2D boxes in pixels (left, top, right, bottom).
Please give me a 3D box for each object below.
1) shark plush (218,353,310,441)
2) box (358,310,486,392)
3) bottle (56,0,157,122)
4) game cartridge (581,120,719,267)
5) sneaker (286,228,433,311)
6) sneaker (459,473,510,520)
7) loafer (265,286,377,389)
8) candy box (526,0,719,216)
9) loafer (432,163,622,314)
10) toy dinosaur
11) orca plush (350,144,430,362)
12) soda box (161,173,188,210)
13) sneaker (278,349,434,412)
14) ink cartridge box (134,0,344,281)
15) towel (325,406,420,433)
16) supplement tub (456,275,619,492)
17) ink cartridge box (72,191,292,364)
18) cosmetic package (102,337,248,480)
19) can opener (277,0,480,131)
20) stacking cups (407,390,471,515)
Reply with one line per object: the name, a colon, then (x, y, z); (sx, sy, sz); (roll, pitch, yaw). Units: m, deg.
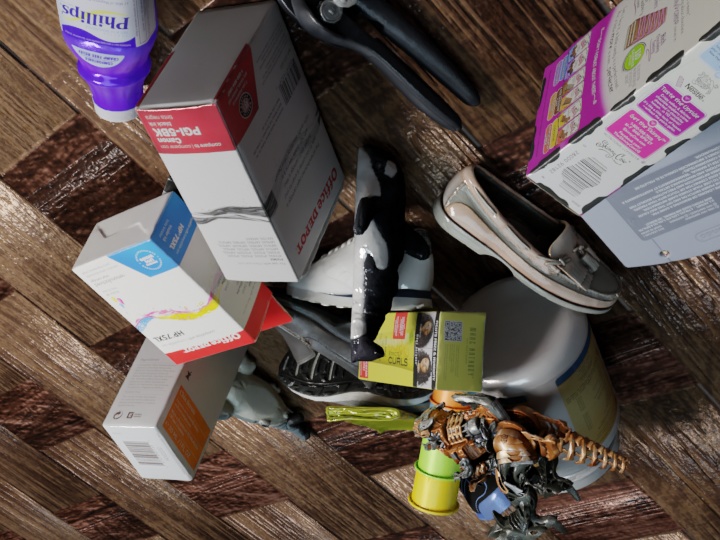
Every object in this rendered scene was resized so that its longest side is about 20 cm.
shark plush: (-0.137, 0.159, 1.294); (0.199, 0.092, 0.083); (22, 164, -35)
box: (0.056, 0.077, 0.991); (0.050, 0.076, 0.200); (5, 176, -20)
bottle: (-0.219, -0.220, 0.878); (0.083, 0.066, 0.201); (14, 139, 5)
game cartridge: (0.287, -0.074, 0.864); (0.199, 0.041, 0.133); (-24, 120, 39)
sneaker: (0.000, 0.000, 1.038); (0.199, 0.081, 0.076); (0, 178, 45)
sneaker: (0.132, 0.229, 1.167); (0.078, 0.070, 0.200); (49, 173, -1)
loafer: (-0.057, 0.070, 1.105); (0.198, 0.073, 0.073); (20, 96, -3)
candy box: (0.214, -0.148, 0.734); (0.061, 0.137, 0.200); (32, 139, -17)
loafer: (0.164, -0.028, 0.940); (0.199, 0.072, 0.063); (29, 132, -6)
toy dinosaur: (0.142, 0.173, 0.929); (0.199, 0.102, 0.137); (16, 131, 53)
orca plush: (0.029, -0.016, 0.924); (0.070, 0.202, 0.105); (2, 154, 3)
soda box: (-0.183, -0.044, 1.053); (0.063, 0.071, 0.200); (25, 139, -7)
sneaker: (-0.003, 0.134, 1.180); (0.198, 0.074, 0.080); (7, 150, 17)
ink cartridge box: (-0.097, -0.109, 0.890); (0.082, 0.147, 0.201); (0, 135, 23)
towel: (0.031, 0.176, 1.173); (0.085, 0.018, 0.200); (0, 167, 18)
supplement tub: (0.182, 0.120, 1.033); (0.143, 0.145, 0.201); (-6, 133, 27)
ink cartridge box: (-0.173, 0.024, 1.018); (0.115, 0.068, 0.200); (-17, 130, 33)
cosmetic package: (-0.203, 0.125, 1.147); (0.071, 0.201, 0.102); (-2, 136, 22)
can opener: (0.021, -0.190, 0.835); (0.199, 0.079, 0.064); (31, 100, -18)
stacking cups: (0.094, 0.165, 1.108); (0.060, 0.061, 0.202); (10, 104, 11)
